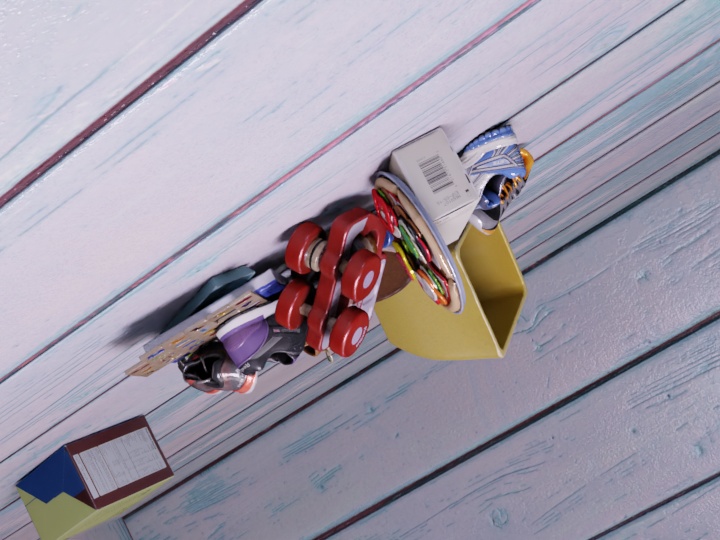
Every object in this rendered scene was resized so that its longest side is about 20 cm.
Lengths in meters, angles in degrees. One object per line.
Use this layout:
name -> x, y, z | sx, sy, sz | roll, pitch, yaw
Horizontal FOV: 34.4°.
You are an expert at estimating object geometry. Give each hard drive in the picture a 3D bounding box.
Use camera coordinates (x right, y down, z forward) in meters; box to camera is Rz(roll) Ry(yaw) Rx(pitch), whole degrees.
hard drive -> -0.192, 0.065, 1.598 | 0.199, 0.026, 0.132 | -31, 172, 2

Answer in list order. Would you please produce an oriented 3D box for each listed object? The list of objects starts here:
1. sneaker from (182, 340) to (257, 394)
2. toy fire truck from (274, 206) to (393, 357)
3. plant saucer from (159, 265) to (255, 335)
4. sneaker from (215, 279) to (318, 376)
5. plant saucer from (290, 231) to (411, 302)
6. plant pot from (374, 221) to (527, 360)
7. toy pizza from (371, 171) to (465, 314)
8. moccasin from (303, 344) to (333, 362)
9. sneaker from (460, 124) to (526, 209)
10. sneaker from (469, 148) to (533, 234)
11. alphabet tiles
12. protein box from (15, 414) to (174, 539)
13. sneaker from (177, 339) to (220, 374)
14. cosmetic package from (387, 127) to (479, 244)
sneaker -> -0.217, 0.133, 1.632 | 0.081, 0.078, 0.199 | 7, 171, -31
toy fire truck -> -0.016, 0.006, 1.527 | 0.168, 0.111, 0.202 | -32, 141, -55
plant saucer -> -0.213, 0.047, 1.574 | 0.070, 0.019, 0.200 | -23, 169, -39
sneaker -> -0.099, 0.083, 1.588 | 0.199, 0.088, 0.076 | -25, 170, -35
plant saucer -> 0.000, 0.000, 1.662 | 0.198, 0.035, 0.201 | -10, 151, -6
plant pot -> 0.124, 0.024, 1.835 | 0.198, 0.197, 0.195 | -14, -155, 29
toy pizza -> 0.065, -0.030, 1.430 | 0.032, 0.201, 0.200 | -30, 171, -9
moccasin -> -0.073, 0.095, 1.699 | 0.200, 0.079, 0.073 | -9, -171, -41
sneaker -> 0.146, -0.114, 1.597 | 0.077, 0.086, 0.200 | -19, 167, -48
sneaker -> 0.198, -0.123, 1.703 | 0.077, 0.078, 0.200 | -45, -175, 36
alphabet tiles -> -0.214, 0.087, 1.539 | 0.199, 0.008, 0.167 | -31, 172, 1
protein box -> -0.503, 0.398, 2.205 | 0.198, 0.136, 0.199 | -37, 168, 36
sneaker -> -0.216, 0.103, 1.764 | 0.085, 0.077, 0.200 | -48, -175, -39
cosmetic package -> 0.085, -0.092, 1.471 | 0.072, 0.104, 0.200 | -26, 169, -9
